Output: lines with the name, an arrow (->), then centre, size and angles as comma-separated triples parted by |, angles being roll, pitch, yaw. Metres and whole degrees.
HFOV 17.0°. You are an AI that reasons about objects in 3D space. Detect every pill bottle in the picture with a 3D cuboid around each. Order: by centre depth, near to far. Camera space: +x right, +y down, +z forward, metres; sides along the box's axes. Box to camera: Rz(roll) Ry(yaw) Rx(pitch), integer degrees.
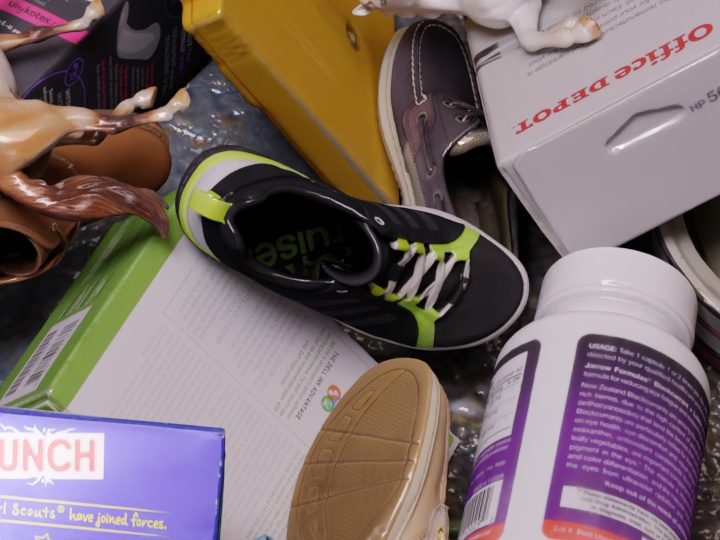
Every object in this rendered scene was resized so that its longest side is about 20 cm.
pill bottle -> 0.113, 0.091, 1.186 | 0.111, 0.112, 0.200 | 13, 54, 2

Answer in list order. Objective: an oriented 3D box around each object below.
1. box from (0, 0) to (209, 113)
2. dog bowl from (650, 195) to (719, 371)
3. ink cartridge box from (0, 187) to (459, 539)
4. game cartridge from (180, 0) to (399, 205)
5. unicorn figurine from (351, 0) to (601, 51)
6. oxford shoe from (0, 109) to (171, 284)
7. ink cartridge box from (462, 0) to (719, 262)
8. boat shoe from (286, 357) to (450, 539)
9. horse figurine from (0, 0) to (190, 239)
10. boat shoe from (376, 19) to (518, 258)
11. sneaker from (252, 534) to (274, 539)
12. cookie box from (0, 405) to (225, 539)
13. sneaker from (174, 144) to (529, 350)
box -> -0.170, -0.127, 1.298 | 0.106, 0.122, 0.200 | 30, 56, 16
dog bowl -> 0.247, -0.013, 1.303 | 0.199, 0.074, 0.201 | 3, 55, -5
ink cartridge box -> -0.067, 0.081, 1.201 | 0.200, 0.076, 0.148 | 44, 53, -17
game cartridge -> -0.039, -0.148, 1.297 | 0.032, 0.200, 0.177 | -19, 50, 24
unicorn figurine -> 0.087, -0.168, 1.270 | 0.200, 0.074, 0.137 | -32, 27, -25
oxford shoe -> -0.163, -0.026, 1.196 | 0.200, 0.071, 0.071 | -22, 50, -42
ink cartridge box -> 0.141, -0.112, 1.280 | 0.146, 0.084, 0.200 | -28, 33, 14
boat shoe -> 0.008, 0.142, 1.150 | 0.074, 0.069, 0.201 | -2, 63, 40
horse figurine -> -0.168, -0.089, 1.166 | 0.132, 0.050, 0.200 | -24, 60, -22
boat shoe -> 0.055, -0.056, 1.300 | 0.072, 0.065, 0.200 | 23, 50, -34
sneaker -> -0.059, 0.165, 1.095 | 0.199, 0.074, 0.082 | -7, 59, 26
cookie box -> -0.147, 0.162, 1.006 | 0.171, 0.075, 0.201 | 6, 75, -4
sneaker -> 0.000, 0.000, 1.167 | 0.200, 0.072, 0.083 | 17, 9, -24
